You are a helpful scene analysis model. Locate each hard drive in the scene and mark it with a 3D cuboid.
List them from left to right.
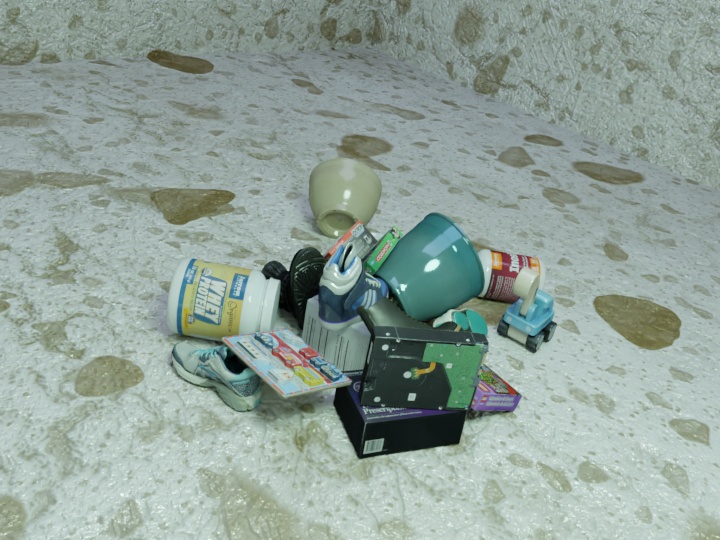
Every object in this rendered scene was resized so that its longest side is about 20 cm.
[{"bbox_3d":[0.103,0.162,1.200,0.194,0.143,0.038,5,30,-11],"label":"hard drive"}]

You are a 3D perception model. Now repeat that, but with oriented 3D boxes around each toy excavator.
[{"bbox_3d":[0.362,0.068,1.562,0.098,0.205,0.193,26,31,29],"label":"toy excavator"}]

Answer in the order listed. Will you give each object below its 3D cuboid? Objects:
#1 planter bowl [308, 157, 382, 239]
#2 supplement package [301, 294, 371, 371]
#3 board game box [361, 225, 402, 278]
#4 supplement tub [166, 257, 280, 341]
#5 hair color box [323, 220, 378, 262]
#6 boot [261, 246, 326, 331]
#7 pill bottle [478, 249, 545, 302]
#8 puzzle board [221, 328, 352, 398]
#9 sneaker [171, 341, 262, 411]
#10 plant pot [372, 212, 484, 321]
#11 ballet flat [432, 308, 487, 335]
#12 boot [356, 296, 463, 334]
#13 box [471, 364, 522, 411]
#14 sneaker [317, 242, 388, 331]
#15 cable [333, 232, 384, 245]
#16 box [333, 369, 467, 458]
[{"bbox_3d":[-0.047,-0.169,1.883,0.194,0.202,0.138,10,54,-1],"label":"planter bowl"},{"bbox_3d":[-0.005,0.128,1.415,0.197,0.112,0.113,29,33,29],"label":"supplement package"},{"bbox_3d":[0.000,0.000,1.543,0.029,0.200,0.135,42,47,-5],"label":"board game box"},{"bbox_3d":[-0.260,0.063,1.403,0.194,0.148,0.146,10,28,-2],"label":"supplement tub"},{"bbox_3d":[-0.053,-0.012,1.533,0.064,0.200,0.111,46,56,-3],"label":"hair color box"},{"bbox_3d":[-0.140,0.013,1.480,0.078,0.216,0.158,-21,45,-29],"label":"boot"},{"bbox_3d":[0.333,0.013,1.746,0.194,0.116,0.114,8,28,-5],"label":"pill bottle"},{"bbox_3d":[-0.128,0.152,1.258,0.148,0.018,0.198,-2,24,-43],"label":"puzzle board"},{"bbox_3d":[-0.250,0.162,1.289,0.196,0.088,0.077,24,29,22],"label":"sneaker"},{"bbox_3d":[0.125,0.015,1.516,0.186,0.204,0.199,-32,45,-20],"label":"plant pot"},{"bbox_3d":[0.207,0.117,1.539,0.068,0.071,0.198,28,7,30],"label":"ballet flat"},{"bbox_3d":[0.094,0.093,1.320,0.198,0.077,0.141,-22,78,-46],"label":"boot"},{"bbox_3d":[0.199,0.195,1.401,0.135,0.040,0.199,12,21,-45],"label":"box"},{"bbox_3d":[-0.003,0.012,1.348,0.079,0.150,0.198,27,34,28],"label":"sneaker"},{"bbox_3d":[0.025,-0.025,1.748,0.198,0.071,0.197,32,34,33],"label":"cable"},{"bbox_3d":[0.067,0.240,1.278,0.194,0.081,0.142,-2,28,-23],"label":"box"}]
